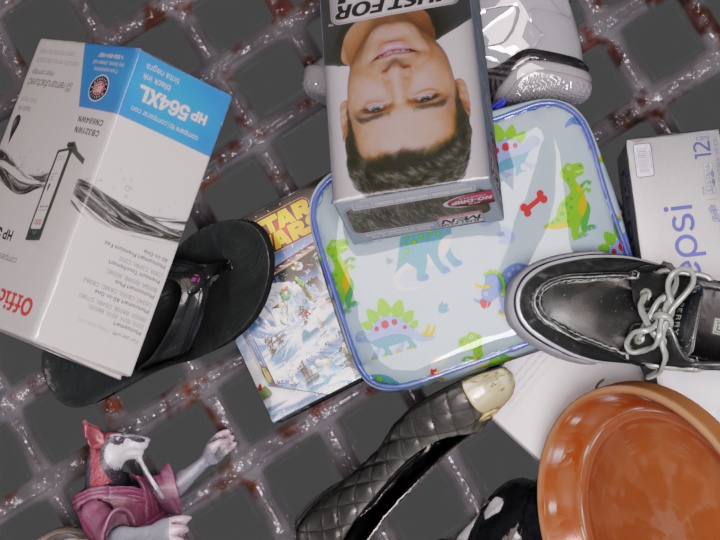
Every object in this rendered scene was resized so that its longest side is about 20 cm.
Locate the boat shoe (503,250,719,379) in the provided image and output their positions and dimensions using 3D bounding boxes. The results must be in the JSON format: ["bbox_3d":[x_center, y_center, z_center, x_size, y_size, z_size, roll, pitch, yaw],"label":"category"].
[{"bbox_3d":[0.188,0.031,1.111,0.197,0.068,0.074,15,85,-1],"label":"boat shoe"}]

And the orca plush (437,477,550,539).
[{"bbox_3d":[0.073,0.235,1.216,0.105,0.071,0.201,37,90,8],"label":"orca plush"}]

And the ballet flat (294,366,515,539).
[{"bbox_3d":[0.034,0.136,1.217,0.200,0.066,0.057,-45,60,21],"label":"ballet flat"}]

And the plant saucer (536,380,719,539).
[{"bbox_3d":[0.189,0.166,1.140,0.032,0.200,0.202,-16,81,-36],"label":"plant saucer"}]

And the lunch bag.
[{"bbox_3d":[0.073,-0.018,1.193,0.198,0.082,0.162,-19,84,3],"label":"lunch bag"}]

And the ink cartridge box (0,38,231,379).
[{"bbox_3d":[-0.186,-0.044,1.224,0.145,0.084,0.202,12,80,51],"label":"ink cartridge box"}]

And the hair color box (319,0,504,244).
[{"bbox_3d":[0.030,-0.124,1.157,0.098,0.061,0.202,-9,63,9],"label":"hair color box"}]

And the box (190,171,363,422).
[{"bbox_3d":[0.000,0.000,1.260,0.198,0.040,0.138,-26,84,4],"label":"box"}]

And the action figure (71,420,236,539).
[{"bbox_3d":[-0.144,0.193,1.237,0.148,0.134,0.201,-33,85,22],"label":"action figure"}]

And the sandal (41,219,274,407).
[{"bbox_3d":[-0.140,0.036,1.243,0.200,0.048,0.076,-34,81,20],"label":"sandal"}]

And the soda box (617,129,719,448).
[{"bbox_3d":[0.212,0.015,1.187,0.063,0.068,0.202,-6,83,2],"label":"soda box"}]

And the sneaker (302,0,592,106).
[{"bbox_3d":[0.058,-0.166,1.253,0.197,0.075,0.116,-1,83,2],"label":"sneaker"}]

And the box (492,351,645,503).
[{"bbox_3d":[0.195,0.100,1.231,0.200,0.036,0.145,41,90,7],"label":"box"}]

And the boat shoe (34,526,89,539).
[{"bbox_3d":[-0.259,0.256,1.252,0.199,0.074,0.074,-35,82,4],"label":"boat shoe"}]
